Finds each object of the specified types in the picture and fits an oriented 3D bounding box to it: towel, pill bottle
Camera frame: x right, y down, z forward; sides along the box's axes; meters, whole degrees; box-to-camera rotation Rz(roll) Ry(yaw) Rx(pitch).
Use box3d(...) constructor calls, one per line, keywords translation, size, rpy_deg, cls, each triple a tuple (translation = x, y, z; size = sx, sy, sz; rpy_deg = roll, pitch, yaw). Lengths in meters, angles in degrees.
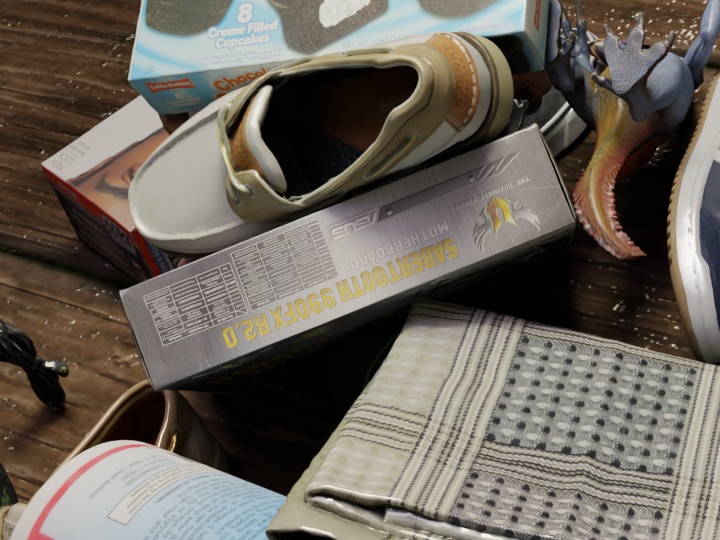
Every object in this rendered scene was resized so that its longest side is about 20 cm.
box3d(translation=(0.082, 0.075, 0.772), size=(0.191, 0.035, 0.200), rpy_deg=(15, 30, 12), cls="towel")
box3d(translation=(-0.044, 0.144, 0.784), size=(0.199, 0.109, 0.109), rpy_deg=(15, 50, 40), cls="pill bottle")

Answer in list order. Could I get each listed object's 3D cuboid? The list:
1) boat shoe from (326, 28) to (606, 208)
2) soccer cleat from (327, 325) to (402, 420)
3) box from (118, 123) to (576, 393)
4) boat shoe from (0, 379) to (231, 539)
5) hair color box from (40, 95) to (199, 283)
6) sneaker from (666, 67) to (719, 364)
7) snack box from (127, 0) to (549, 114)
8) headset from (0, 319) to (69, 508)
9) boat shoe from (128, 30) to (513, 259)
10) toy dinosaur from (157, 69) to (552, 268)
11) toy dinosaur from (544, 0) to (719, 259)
box3d(translation=(0.051, -0.080, 1.042), size=(0.200, 0.068, 0.072), rpy_deg=(-37, 38, -17), cls="boat shoe")
box3d(translation=(0.027, 0.081, 0.846), size=(0.081, 0.068, 0.200), rpy_deg=(-5, 28, -30), cls="soccer cleat")
box3d(translation=(0.000, 0.000, 0.913), size=(0.199, 0.049, 0.158), rpy_deg=(-22, -5, 2), cls="box")
box3d(translation=(-0.138, 0.129, 0.886), size=(0.073, 0.069, 0.200), rpy_deg=(9, 47, 36), cls="boat shoe")
box3d(translation=(-0.066, -0.076, 1.106), size=(0.200, 0.064, 0.111), rpy_deg=(-38, 40, -17), cls="hair color box")
box3d(translation=(0.208, -0.038, 0.905), size=(0.108, 0.070, 0.201), rpy_deg=(-6, 37, 25), cls="sneaker")
box3d(translation=(-0.008, -0.141, 0.927), size=(0.198, 0.037, 0.117), rpy_deg=(-5, 62, 22), cls="snack box")
box3d(translation=(-0.209, 0.117, 0.959), size=(0.123, 0.094, 0.201), rpy_deg=(9, 62, 30), cls="headset")
box3d(translation=(-0.033, -0.058, 0.867), size=(0.199, 0.075, 0.068), rpy_deg=(-23, -11, 30), cls="boat shoe")
box3d(translation=(-0.012, -0.070, 0.963), size=(0.200, 0.086, 0.135), rpy_deg=(-46, 56, -9), cls="toy dinosaur")
box3d(translation=(0.126, -0.086, 0.973), size=(0.104, 0.181, 0.202), rpy_deg=(5, 79, 23), cls="toy dinosaur")
